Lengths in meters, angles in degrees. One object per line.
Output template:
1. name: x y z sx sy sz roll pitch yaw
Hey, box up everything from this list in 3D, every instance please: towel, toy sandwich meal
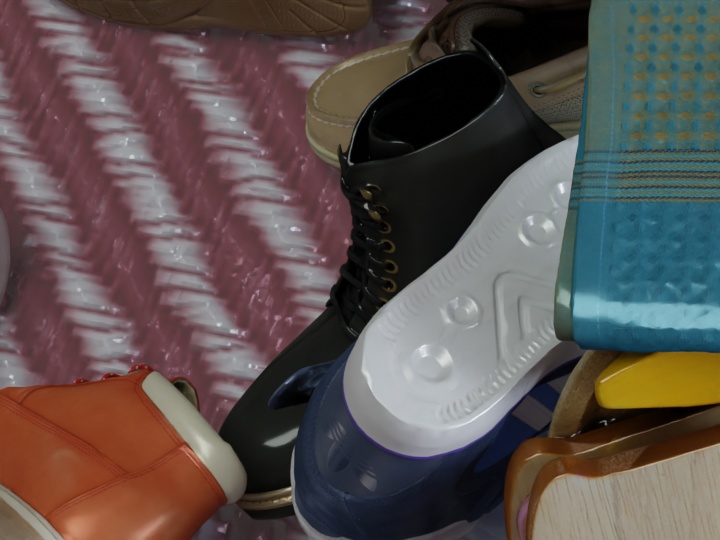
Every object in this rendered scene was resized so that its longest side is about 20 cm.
1. towel: 0.170 -0.035 0.924 0.199 0.022 0.147 2 61 16
2. toy sandwich meal: 0.148 0.084 0.955 0.204 0.206 0.070 -18 24 14

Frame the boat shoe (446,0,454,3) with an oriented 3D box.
1. boat shoe: 0.109 -0.181 1.172 0.200 0.071 0.064 -35 90 -6

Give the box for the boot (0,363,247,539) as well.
1. boot: -0.119 0.075 1.119 0.107 0.075 0.200 -39 32 -13

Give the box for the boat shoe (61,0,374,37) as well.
1. boat shoe: -0.075 -0.151 1.231 0.199 0.072 0.065 9 58 29

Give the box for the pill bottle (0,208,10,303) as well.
1. pill bottle: -0.263 -0.024 1.220 0.199 0.114 0.114 26 78 31

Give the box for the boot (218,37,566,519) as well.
1. boot: 0.000 0.000 1.062 0.200 0.138 0.078 -41 52 3

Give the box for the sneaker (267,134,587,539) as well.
1. sneaker: 0.054 0.033 1.036 0.200 0.147 0.081 -35 75 -30

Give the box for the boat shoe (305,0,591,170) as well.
1. boat shoe: 0.052 -0.084 1.121 0.199 0.065 0.072 -2 48 39

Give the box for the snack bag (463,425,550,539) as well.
1. snack bag: 0.095 0.031 1.094 0.200 0.021 0.189 32 82 37
